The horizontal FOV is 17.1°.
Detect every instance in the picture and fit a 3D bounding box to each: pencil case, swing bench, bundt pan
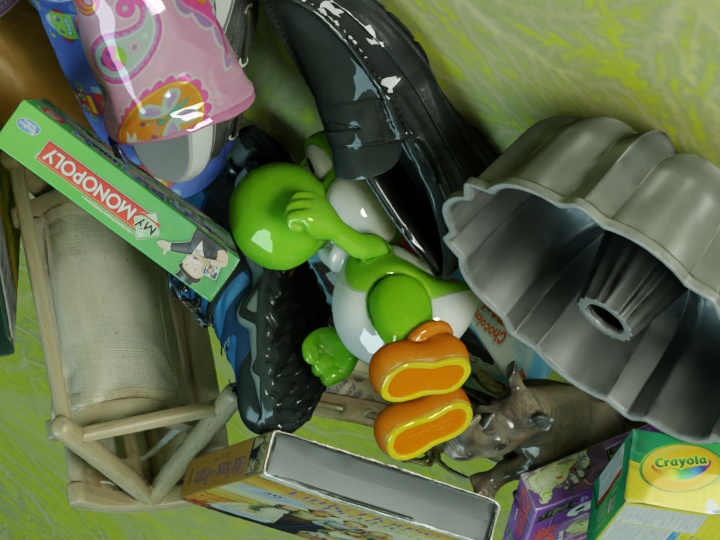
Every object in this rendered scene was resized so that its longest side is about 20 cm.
[{"bbox_3d":[-0.130,-0.127,1.384,0.078,0.087,0.200,14,150,24],"label":"pencil case"},{"bbox_3d":[-0.153,0.038,1.575,0.200,0.129,0.200,100,159,-67],"label":"swing bench"},{"bbox_3d":[-0.119,-0.161,1.205,0.087,0.087,0.201,12,126,50],"label":"pencil case"},{"bbox_3d":[0.142,-0.003,1.209,0.201,0.076,0.202,32,158,14],"label":"bundt pan"}]

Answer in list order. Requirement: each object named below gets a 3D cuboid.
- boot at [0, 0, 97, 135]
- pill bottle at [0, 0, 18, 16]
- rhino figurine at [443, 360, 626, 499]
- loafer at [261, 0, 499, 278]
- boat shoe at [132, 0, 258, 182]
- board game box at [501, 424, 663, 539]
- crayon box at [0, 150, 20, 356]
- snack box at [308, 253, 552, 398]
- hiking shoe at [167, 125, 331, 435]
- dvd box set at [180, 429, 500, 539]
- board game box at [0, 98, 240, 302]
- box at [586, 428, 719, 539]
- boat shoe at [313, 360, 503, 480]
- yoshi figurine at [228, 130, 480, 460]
[{"bbox_3d":[-0.237,-0.152,1.470,0.201,0.071,0.144,50,-178,39],"label":"boot"},{"bbox_3d":[-0.241,-0.199,1.303,0.113,0.114,0.200,36,178,3],"label":"pill bottle"},{"bbox_3d":[0.100,0.096,1.419,0.060,0.087,0.200,63,-165,21],"label":"rhino figurine"},{"bbox_3d":[0.011,-0.079,1.275,0.068,0.071,0.201,6,143,51],"label":"loafer"},{"bbox_3d":[-0.083,-0.139,1.302,0.070,0.066,0.201,29,134,27],"label":"boat shoe"},{"bbox_3d":[0.146,0.147,1.471,0.200,0.119,0.032,94,157,-67],"label":"board game box"},{"bbox_3d":[-0.253,-0.043,1.543,0.200,0.050,0.128,-102,5,-63],"label":"crayon box"},{"bbox_3d":[0.018,0.014,1.508,0.199,0.037,0.116,19,154,41],"label":"snack box"},{"bbox_3d":[-0.072,0.015,1.446,0.086,0.201,0.074,-23,147,27],"label":"hiking shoe"},{"bbox_3d":[-0.017,0.140,1.457,0.145,0.030,0.200,19,166,-15],"label":"dvd box set"},{"bbox_3d":[-0.127,-0.042,1.277,0.134,0.029,0.200,35,-179,-6],"label":"board game box"},{"bbox_3d":[0.232,0.137,1.314,0.198,0.049,0.117,11,159,-2],"label":"box"},{"bbox_3d":[0.016,0.092,1.590,0.199,0.063,0.073,22,178,5],"label":"boat shoe"},{"bbox_3d":[-0.014,0.007,1.350,0.112,0.112,0.201,23,-147,-45],"label":"yoshi figurine"}]
